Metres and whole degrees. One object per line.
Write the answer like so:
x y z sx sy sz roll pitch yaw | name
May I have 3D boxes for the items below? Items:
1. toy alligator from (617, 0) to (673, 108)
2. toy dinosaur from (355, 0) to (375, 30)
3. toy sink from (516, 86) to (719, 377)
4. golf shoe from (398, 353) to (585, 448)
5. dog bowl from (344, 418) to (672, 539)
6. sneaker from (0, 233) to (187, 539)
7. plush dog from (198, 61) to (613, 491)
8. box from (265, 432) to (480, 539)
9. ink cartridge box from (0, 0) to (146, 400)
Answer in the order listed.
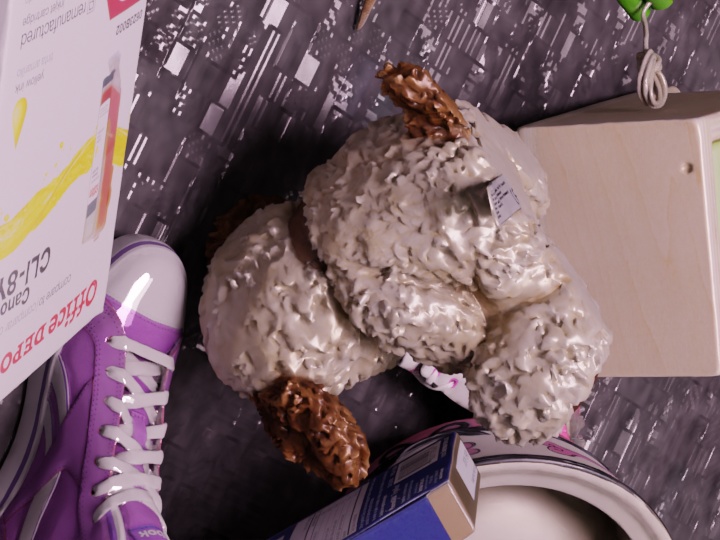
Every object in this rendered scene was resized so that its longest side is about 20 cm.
0.140 -0.174 1.321 0.059 0.054 0.202 39 52 -51 | toy alligator
0.077 -0.205 1.264 0.198 0.060 0.107 -16 74 -3 | toy dinosaur
0.179 -0.027 1.336 0.200 0.111 0.132 -18 104 -59 | toy sink
0.058 0.040 1.337 0.092 0.073 0.201 -26 115 -17 | golf shoe
0.066 0.166 1.323 0.198 0.074 0.202 -5 118 -9 | dog bowl
-0.107 0.088 1.164 0.072 0.114 0.202 22 87 -43 | sneaker
0.000 0.000 1.175 0.171 0.201 0.160 -34 130 13 | plush dog
-0.035 0.147 1.193 0.199 0.121 0.033 -29 94 7 | box
-0.155 -0.057 1.034 0.145 0.083 0.202 -46 150 -64 | ink cartridge box
